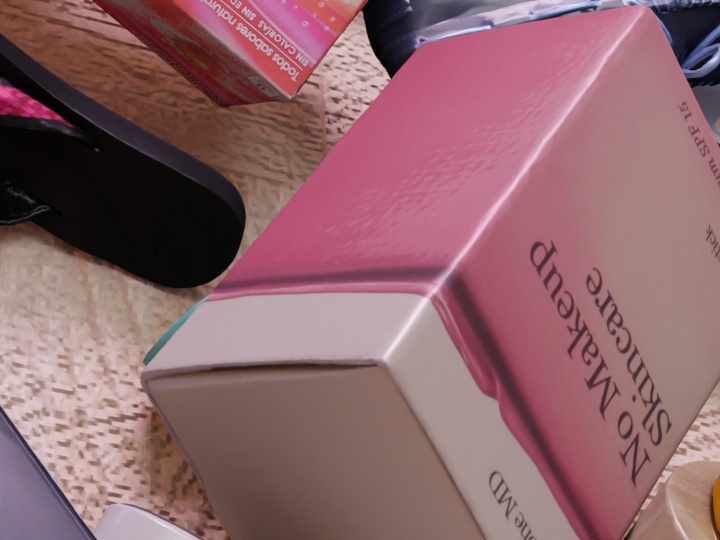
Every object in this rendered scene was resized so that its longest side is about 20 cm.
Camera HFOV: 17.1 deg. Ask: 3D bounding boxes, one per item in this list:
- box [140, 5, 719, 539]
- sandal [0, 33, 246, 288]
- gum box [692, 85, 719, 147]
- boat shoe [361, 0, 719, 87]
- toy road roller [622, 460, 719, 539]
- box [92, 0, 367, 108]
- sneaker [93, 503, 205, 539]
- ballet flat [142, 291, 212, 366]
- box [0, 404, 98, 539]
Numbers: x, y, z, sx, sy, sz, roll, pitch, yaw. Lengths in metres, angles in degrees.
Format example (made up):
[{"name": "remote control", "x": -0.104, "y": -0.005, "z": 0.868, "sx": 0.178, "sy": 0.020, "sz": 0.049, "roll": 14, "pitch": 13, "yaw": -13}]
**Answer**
[{"name": "box", "x": 0.041, "y": 0.020, "z": 0.820, "sx": 0.200, "sy": 0.109, "sz": 0.128, "roll": -52, "pitch": 124, "yaw": -39}, {"name": "sandal", "x": -0.135, "y": -0.046, "z": 0.867, "sx": 0.199, "sy": 0.075, "sz": 0.045, "roll": 27, "pitch": 42, "yaw": -6}, {"name": "gum box", "x": 0.158, "y": -0.037, "z": 1.035, "sx": 0.199, "sy": 0.045, "sz": 0.170, "roll": 31, "pitch": 43, "yaw": 3}, {"name": "boat shoe", "x": 0.098, "y": -0.087, "z": 0.974, "sx": 0.199, "sy": 0.084, "sz": 0.069, "roll": -2, "pitch": 52, "yaw": -6}, {"name": "toy road roller", "x": 0.172, "y": 0.120, "z": 0.848, "sx": 0.199, "sy": 0.123, "sz": 0.146, "roll": 24, "pitch": 31, "yaw": -13}, {"name": "box", "x": -0.087, "y": -0.160, "z": 0.918, "sx": 0.200, "sy": 0.103, "sz": 0.095, "roll": 40, "pitch": 80, "yaw": -16}, {"name": "sneaker", "x": -0.014, "y": 0.159, "z": 0.762, "sx": 0.199, "sy": 0.073, "sz": 0.085, "roll": 31, "pitch": 73, "yaw": -7}, {"name": "ballet flat", "x": 0.000, "y": 0.000, "z": 0.899, "sx": 0.064, "sy": 0.076, "sz": 0.200, "roll": 44, "pitch": 47, "yaw": 3}, {"name": "box", "x": -0.161, "y": 0.104, "z": 0.622, "sx": 0.107, "sy": 0.200, "sz": 0.149, "roll": -19, "pitch": 61, "yaw": -39}]
